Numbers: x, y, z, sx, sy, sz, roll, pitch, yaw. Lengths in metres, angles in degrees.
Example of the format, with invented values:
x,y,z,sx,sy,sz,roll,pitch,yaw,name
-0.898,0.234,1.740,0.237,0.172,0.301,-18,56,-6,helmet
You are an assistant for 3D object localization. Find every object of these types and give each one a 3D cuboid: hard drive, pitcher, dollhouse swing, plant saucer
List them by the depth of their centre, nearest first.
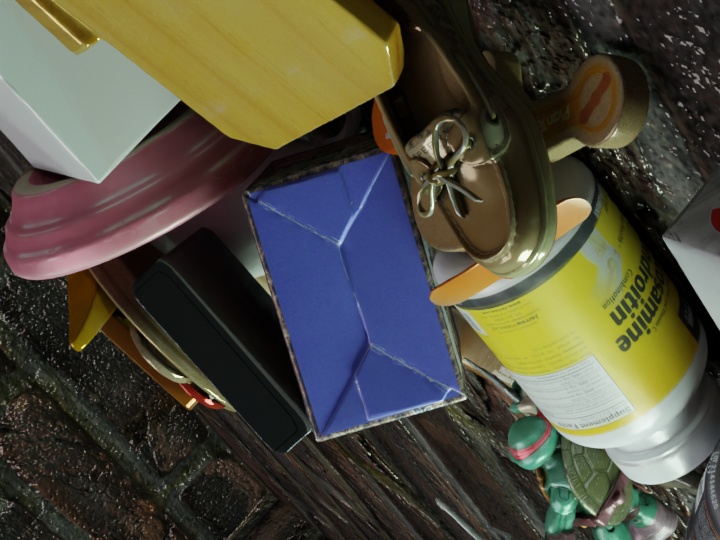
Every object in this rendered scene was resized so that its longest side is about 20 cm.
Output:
x,y,z,sx,sy,sz,roll,pitch,yaw,name
-0.067,-0.191,0.868,0.175,0.183,0.199,22,158,-26,dollhouse swing
-0.149,-0.067,1.096,0.200,0.200,0.051,17,136,63,plant saucer
-0.080,0.041,1.114,0.140,0.033,0.200,48,-174,-4,hard drive
-0.081,-0.071,1.239,0.198,0.122,0.173,-3,131,15,pitcher

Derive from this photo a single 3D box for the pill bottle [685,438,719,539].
x,y,z,sx,sy,sz,roll,pitch,yaw,name
0.258,0.146,1.025,0.106,0.106,0.200,38,166,18,pill bottle

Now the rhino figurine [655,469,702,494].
x,y,z,sx,sy,sz,roll,pitch,yaw,name
0.175,0.075,1.160,0.200,0.060,0.087,48,166,-11,rhino figurine

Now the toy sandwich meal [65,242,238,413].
x,y,z,sx,sy,sz,roll,pitch,yaw,name
-0.145,0.044,1.166,0.205,0.070,0.205,45,-174,-6,toy sandwich meal

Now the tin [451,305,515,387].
x,y,z,sx,sy,sz,roll,pitch,yaw,name
0.085,0.054,1.279,0.112,0.042,0.199,25,177,42,tin

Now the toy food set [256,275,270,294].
x,y,z,sx,sy,sz,roll,pitch,yaw,name
-0.078,-0.024,1.401,0.198,0.049,0.199,41,-152,22,toy food set

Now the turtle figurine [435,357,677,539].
x,y,z,sx,sy,sz,roll,pitch,yaw,name
0.137,0.147,1.114,0.200,0.151,0.100,41,144,-27,turtle figurine

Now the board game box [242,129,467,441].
x,y,z,sx,sy,sz,roll,pitch,yaw,name
0.000,0.000,1.087,0.200,0.096,0.161,-75,-31,-82,board game box

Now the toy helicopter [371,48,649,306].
x,y,z,sx,sy,sz,roll,pitch,yaw,name
0.084,-0.058,0.898,0.078,0.134,0.200,6,165,-29,toy helicopter

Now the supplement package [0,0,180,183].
x,y,z,sx,sy,sz,roll,pitch,yaw,name
-0.162,-0.181,1.035,0.152,0.200,0.150,49,166,-23,supplement package

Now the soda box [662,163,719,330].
x,y,z,sx,sy,sz,roll,pitch,yaw,name
0.231,0.034,0.843,0.068,0.064,0.200,25,158,53,soda box

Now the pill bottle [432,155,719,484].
x,y,z,sx,sy,sz,roll,pitch,yaw,name
0.139,0.035,1.015,0.200,0.112,0.112,49,166,-26,pill bottle

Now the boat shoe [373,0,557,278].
x,y,z,sx,sy,sz,roll,pitch,yaw,name
0.036,-0.086,0.864,0.073,0.062,0.201,-41,65,40,boat shoe
